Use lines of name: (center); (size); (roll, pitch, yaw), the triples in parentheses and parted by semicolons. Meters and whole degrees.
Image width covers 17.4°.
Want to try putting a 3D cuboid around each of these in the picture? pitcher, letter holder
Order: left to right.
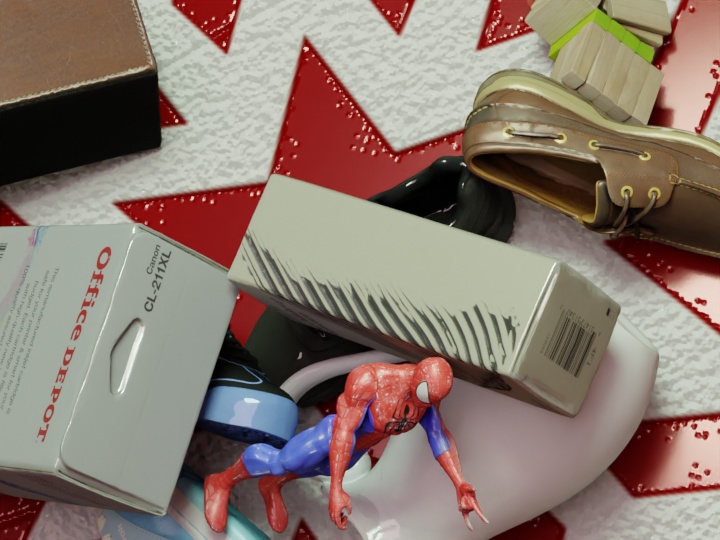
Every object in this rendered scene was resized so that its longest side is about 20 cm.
letter holder: (-0.237, -0.136, 1.458); (0.199, 0.101, 0.143); (-14, 67, -9)
pitcher: (0.056, 0.076, 1.337); (0.172, 0.121, 0.200); (45, 98, 17)

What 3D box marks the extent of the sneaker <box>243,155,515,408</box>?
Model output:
sneaker: (0.000, 0.000, 1.389); (0.200, 0.091, 0.076); (-45, 69, 0)

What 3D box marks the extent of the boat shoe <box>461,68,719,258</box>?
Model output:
boat shoe: (0.150, -0.046, 1.353); (0.200, 0.072, 0.068); (23, 47, 5)

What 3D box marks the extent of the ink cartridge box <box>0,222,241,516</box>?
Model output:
ink cartridge box: (-0.174, 0.055, 1.339); (0.200, 0.083, 0.146); (1, 68, 50)

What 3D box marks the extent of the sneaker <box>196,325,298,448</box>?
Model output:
sneaker: (-0.102, 0.048, 1.381); (0.200, 0.070, 0.078); (14, 80, 45)

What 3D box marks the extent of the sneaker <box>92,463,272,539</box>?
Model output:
sneaker: (-0.139, 0.171, 1.381); (0.200, 0.080, 0.131); (38, 91, 28)

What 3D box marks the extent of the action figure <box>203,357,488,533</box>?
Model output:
action figure: (-0.005, 0.115, 1.257); (0.200, 0.065, 0.099); (-42, 56, 45)

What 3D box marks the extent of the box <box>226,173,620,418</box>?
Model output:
box: (0.032, 0.012, 1.263); (0.200, 0.082, 0.069); (17, 80, 38)

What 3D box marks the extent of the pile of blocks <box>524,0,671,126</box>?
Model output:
pile of blocks: (0.135, -0.163, 1.429); (0.062, 0.082, 0.201); (-37, 48, 48)
